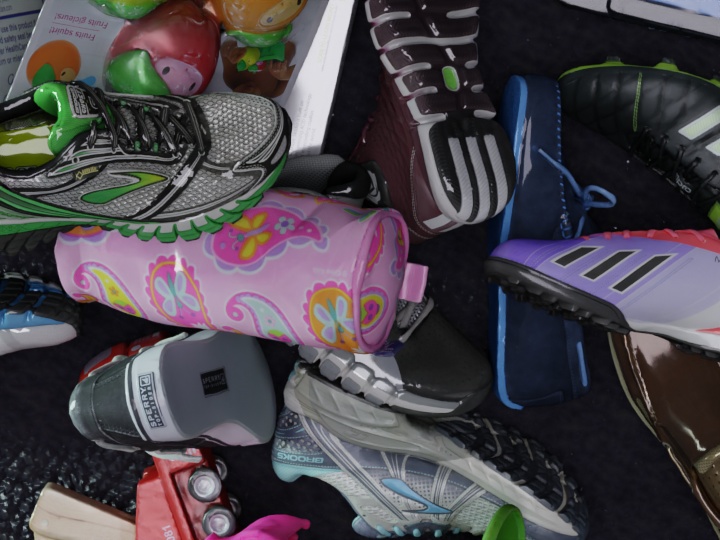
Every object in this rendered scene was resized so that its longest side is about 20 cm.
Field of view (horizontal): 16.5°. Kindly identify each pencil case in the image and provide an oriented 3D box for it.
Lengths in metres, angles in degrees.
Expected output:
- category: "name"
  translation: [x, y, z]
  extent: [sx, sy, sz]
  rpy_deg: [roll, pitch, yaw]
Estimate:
- category: "pencil case"
  translation: [-0.068, -0.007, 1.373]
  extent: [0.199, 0.087, 0.088]
  rpy_deg: [8, 97, 21]

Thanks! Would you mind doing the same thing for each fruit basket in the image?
- category: "fruit basket"
  translation: [-0.089, -0.143, 1.358]
  extent: [0.185, 0.094, 0.200]
  rpy_deg: [7, 111, -41]

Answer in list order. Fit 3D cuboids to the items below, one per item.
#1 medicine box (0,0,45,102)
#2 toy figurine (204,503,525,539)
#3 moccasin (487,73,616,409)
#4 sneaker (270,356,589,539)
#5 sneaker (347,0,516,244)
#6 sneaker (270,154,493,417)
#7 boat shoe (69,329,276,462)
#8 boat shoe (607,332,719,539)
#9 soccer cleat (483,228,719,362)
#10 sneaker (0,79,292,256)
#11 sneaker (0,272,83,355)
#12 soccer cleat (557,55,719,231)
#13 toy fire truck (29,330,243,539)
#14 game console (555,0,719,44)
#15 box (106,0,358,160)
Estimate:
- category: "medicine box"
  translation: [-0.274, -0.116, 1.414]
  extent: [0.182, 0.103, 0.201]
  rpy_deg: [-10, 96, 19]
- category: "toy figurine"
  translation: [-0.015, 0.218, 1.417]
  extent: [0.184, 0.150, 0.201]
  rpy_deg: [8, 92, 15]
- category: "moccasin"
  translation: [0.111, -0.019, 1.462]
  extent: [0.068, 0.081, 0.201]
  rpy_deg: [-1, 111, -4]
- category: "sneaker"
  translation: [0.039, 0.124, 1.483]
  extent: [0.200, 0.078, 0.086]
  rpy_deg: [26, 110, 4]
- category: "sneaker"
  translation: [0.019, -0.108, 1.444]
  extent: [0.075, 0.115, 0.201]
  rpy_deg: [-1, 71, -31]
- category: "sneaker"
  translation: [0.000, 0.000, 1.428]
  extent: [0.200, 0.075, 0.116]
  rpy_deg: [27, 127, 0]
- category: "boat shoe"
  translation: [-0.104, 0.074, 1.399]
  extent: [0.068, 0.199, 0.074]
  rpy_deg: [-12, 91, 17]
- category: "boat shoe"
  translation: [0.213, 0.095, 1.465]
  extent: [0.075, 0.075, 0.203]
  rpy_deg: [-32, 95, 5]
- category: "soccer cleat"
  translation: [0.166, 0.003, 1.412]
  extent: [0.199, 0.068, 0.073]
  rpy_deg: [15, 87, -15]
- category: "sneaker"
  translation: [-0.130, -0.061, 1.307]
  extent: [0.199, 0.085, 0.078]
  rpy_deg: [-11, 58, -15]
- category: "sneaker"
  translation: [-0.259, 0.053, 1.479]
  extent: [0.199, 0.075, 0.087]
  rpy_deg: [-6, 105, 9]
- category: "soccer cleat"
  translation: [0.205, -0.065, 1.444]
  extent: [0.199, 0.068, 0.081]
  rpy_deg: [18, 68, -2]
- category: "toy fire truck"
  translation: [-0.145, 0.150, 1.492]
  extent: [0.141, 0.049, 0.200]
  rpy_deg: [-19, 96, 4]
- category: "game console"
  translation: [0.220, -0.213, 1.407]
  extent: [0.199, 0.119, 0.173]
  rpy_deg: [13, 97, 0]
- category: "box"
  translation: [-0.109, -0.131, 1.466]
  extent: [0.199, 0.036, 0.145]
  rpy_deg: [13, 97, -2]
